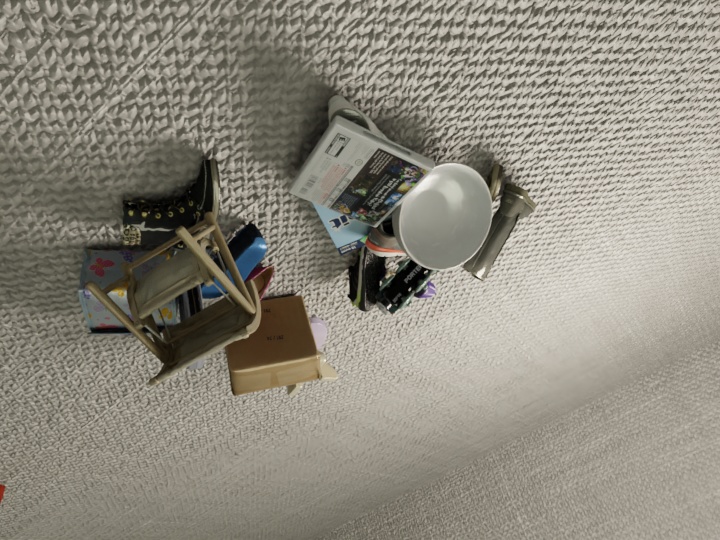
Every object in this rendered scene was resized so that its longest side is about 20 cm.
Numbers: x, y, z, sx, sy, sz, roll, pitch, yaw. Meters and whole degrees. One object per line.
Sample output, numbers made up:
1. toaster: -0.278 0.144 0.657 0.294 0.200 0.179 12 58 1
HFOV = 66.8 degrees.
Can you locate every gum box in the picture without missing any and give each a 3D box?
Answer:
1. gum box: 0.003 -0.130 1.075 0.168 0.045 0.201 -23 143 4

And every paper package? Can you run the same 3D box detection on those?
1. paper package: -0.206 0.164 1.237 0.198 0.192 0.104 -9 139 -15

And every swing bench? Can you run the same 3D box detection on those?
1. swing bench: -0.290 0.046 0.894 0.197 0.130 0.201 -27 102 13

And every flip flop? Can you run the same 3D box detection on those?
1. flip flop: 0.244 -0.142 1.153 0.057 0.082 0.201 12 140 -3

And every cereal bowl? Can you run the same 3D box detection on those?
1. cereal bowl: 0.145 -0.106 1.034 0.198 0.083 0.203 -6 106 -20

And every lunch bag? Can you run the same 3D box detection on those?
1. lunch bag: -0.438 0.061 1.055 0.168 0.128 0.201 1 143 -18

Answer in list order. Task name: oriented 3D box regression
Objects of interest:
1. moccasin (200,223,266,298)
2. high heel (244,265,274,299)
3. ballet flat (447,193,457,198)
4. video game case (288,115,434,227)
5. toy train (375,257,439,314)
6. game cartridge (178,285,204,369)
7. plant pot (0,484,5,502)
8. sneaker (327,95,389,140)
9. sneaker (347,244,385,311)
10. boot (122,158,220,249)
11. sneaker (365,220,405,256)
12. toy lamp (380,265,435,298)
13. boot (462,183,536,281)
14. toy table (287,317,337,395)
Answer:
1. moccasin: -0.255 -0.016 1.089 0.199 0.069 0.080 -36 148 24
2. high heel: -0.232 0.066 1.107 0.096 0.201 0.067 -35 107 29
3. ballet flat: 0.177 -0.110 1.162 0.068 0.064 0.201 4 142 6
4. video game case: -0.004 -0.157 0.921 0.180 0.024 0.200 20 147 -20
5. toy train: 0.111 0.018 1.217 0.200 0.085 0.114 -47 172 -14
6. game cartridge: -0.331 0.082 1.065 0.040 0.201 0.134 -1 141 -26
7. plant pot: -1.148 0.684 1.496 0.198 0.201 0.177 -25 133 8
8. sneaker: 0.013 -0.220 0.924 0.070 0.081 0.200 -31 135 14
9. sneaker: 0.000 0.000 1.221 0.071 0.082 0.202 -18 126 -42
10. boot: -0.324 -0.108 0.933 0.152 0.074 0.204 3 137 -24
11. sneaker: 0.112 -0.072 1.100 0.198 0.077 0.083 -2 128 -18
12. toy lamp: 0.106 0.028 1.319 0.199 0.059 0.058 17 131 -38
13. boot: 0.295 -0.071 1.164 0.181 0.072 0.202 16 96 -60
14. toy table: -0.150 0.227 1.410 0.182 0.118 0.201 0 141 -25
